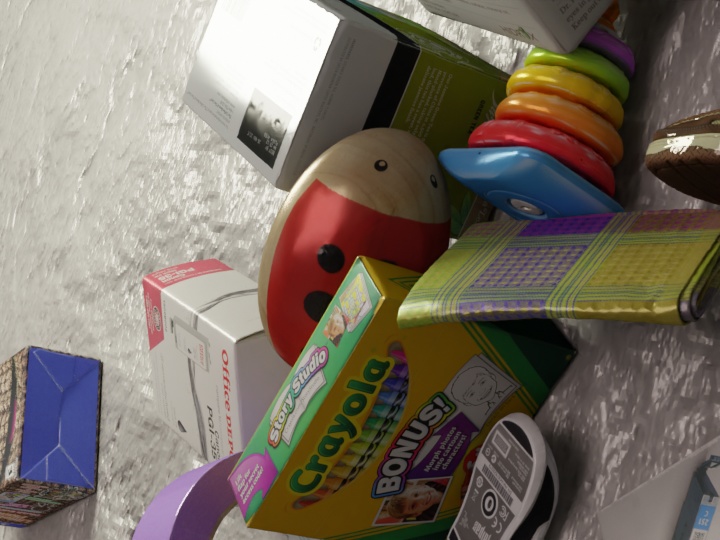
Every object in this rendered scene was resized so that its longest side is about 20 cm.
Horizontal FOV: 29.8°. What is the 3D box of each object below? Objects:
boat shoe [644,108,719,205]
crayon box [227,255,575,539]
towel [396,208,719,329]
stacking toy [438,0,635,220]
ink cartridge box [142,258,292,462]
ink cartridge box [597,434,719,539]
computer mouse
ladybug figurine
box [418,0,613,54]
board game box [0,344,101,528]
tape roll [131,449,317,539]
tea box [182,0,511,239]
[{"bbox_3d":[0.260,-0.081,0.792,0.201,0.074,0.075,7,69,50],"label":"boat shoe"},{"bbox_3d":[0.028,0.103,0.952,0.201,0.171,0.058,-60,37,21],"label":"crayon box"},{"bbox_3d":[0.134,0.000,0.839,0.198,0.144,0.023,-2,114,31],"label":"towel"},{"bbox_3d":[0.150,-0.133,0.948,0.116,0.109,0.202,5,70,56],"label":"stacking toy"},{"bbox_3d":[-0.114,0.089,1.198,0.199,0.082,0.148,27,124,55],"label":"ink cartridge box"},{"bbox_3d":[0.232,0.175,0.747,0.200,0.044,0.178,-43,44,38],"label":"ink cartridge box"},{"bbox_3d":[0.095,0.194,0.939,0.110,0.043,0.202,52,126,55],"label":"computer mouse"},{"bbox_3d":[0.000,0.000,0.957,0.072,0.134,0.202,-123,47,-57],"label":"ladybug figurine"},{"bbox_3d":[0.107,-0.292,0.937,0.199,0.171,0.200,-50,34,-5],"label":"box"},{"bbox_3d":[-0.394,0.199,1.587,0.199,0.096,0.161,-30,54,46],"label":"board game box"},{"bbox_3d":[-0.077,0.240,1.025,0.065,0.199,0.202,-26,57,46],"label":"tape roll"},{"bbox_3d":[-0.003,-0.136,1.066,0.200,0.195,0.135,43,113,52],"label":"tea box"}]
